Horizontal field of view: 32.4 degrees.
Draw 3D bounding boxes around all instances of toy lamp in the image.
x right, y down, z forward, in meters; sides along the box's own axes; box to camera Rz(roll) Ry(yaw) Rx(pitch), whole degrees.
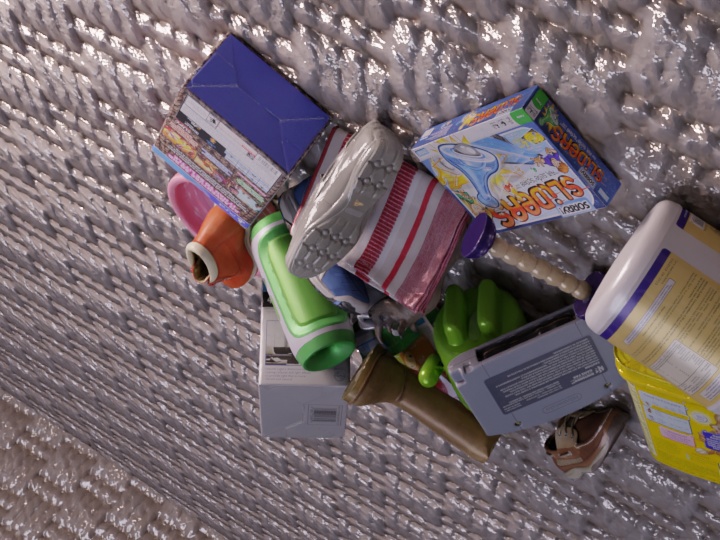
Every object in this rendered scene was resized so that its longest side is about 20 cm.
[{"bbox_3d":[0.204,0.003,1.332,0.198,0.059,0.058,28,158,-15],"label":"toy lamp"}]

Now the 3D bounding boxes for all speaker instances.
[{"bbox_3d":[-0.075,0.025,1.592,0.089,0.087,0.202,94,155,-62],"label":"speaker"}]

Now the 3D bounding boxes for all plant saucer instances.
[{"bbox_3d":[-0.180,-0.075,1.748,0.199,0.051,0.201,29,153,16],"label":"plant saucer"}]

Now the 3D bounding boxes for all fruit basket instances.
[{"bbox_3d":[0.075,0.131,1.687,0.202,0.093,0.185,59,154,-1],"label":"fruit basket"}]

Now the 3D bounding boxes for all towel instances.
[{"bbox_3d":[0.020,-0.060,1.418,0.198,0.146,0.023,31,-165,22],"label":"towel"}]

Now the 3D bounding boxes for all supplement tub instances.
[{"bbox_3d":[0.329,0.044,1.170,0.199,0.146,0.146,34,155,6],"label":"supplement tub"}]

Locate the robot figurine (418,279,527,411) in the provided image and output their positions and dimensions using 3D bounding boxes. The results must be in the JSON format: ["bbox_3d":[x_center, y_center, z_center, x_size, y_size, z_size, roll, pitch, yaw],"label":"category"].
[{"bbox_3d":[0.158,0.101,1.528,0.173,0.117,0.201,-9,137,15],"label":"robot figurine"}]

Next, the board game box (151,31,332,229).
[{"bbox_3d":[-0.147,-0.164,1.494,0.159,0.097,0.200,39,155,-6],"label":"board game box"}]

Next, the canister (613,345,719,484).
[{"bbox_3d":[0.369,0.145,1.365,0.147,0.087,0.201,17,150,35],"label":"canister"}]

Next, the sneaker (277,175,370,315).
[{"bbox_3d":[-0.034,-0.036,1.497,0.075,0.077,0.202,18,-141,-55],"label":"sneaker"}]

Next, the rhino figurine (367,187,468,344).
[{"bbox_3d":[0.062,0.003,1.452,0.087,0.060,0.202,32,113,19],"label":"rhino figurine"}]

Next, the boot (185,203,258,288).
[{"bbox_3d":[-0.194,-0.015,1.686,0.074,0.108,0.201,28,155,14],"label":"boot"}]

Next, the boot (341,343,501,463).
[{"bbox_3d":[0.083,0.174,1.554,0.199,0.067,0.175,34,-163,4],"label":"boot"}]

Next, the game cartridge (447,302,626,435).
[{"bbox_3d":[0.215,0.117,1.442,0.198,0.042,0.134,-25,131,13],"label":"game cartridge"}]

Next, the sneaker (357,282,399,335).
[{"bbox_3d":[0.000,0.000,1.553,0.198,0.116,0.075,26,164,21],"label":"sneaker"}]

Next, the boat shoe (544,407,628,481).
[{"bbox_3d":[0.287,0.220,1.619,0.071,0.076,0.201,36,154,6],"label":"boat shoe"}]

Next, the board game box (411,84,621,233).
[{"bbox_3d":[0.155,-0.107,1.269,0.135,0.035,0.199,45,154,-17],"label":"board game box"}]

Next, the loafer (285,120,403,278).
[{"bbox_3d":[-0.022,-0.079,1.400,0.069,0.201,0.070,25,-157,-34],"label":"loafer"}]

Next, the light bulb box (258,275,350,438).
[{"bbox_3d":[-0.078,0.103,1.711,0.123,0.203,0.199,2,153,-3],"label":"light bulb box"}]
